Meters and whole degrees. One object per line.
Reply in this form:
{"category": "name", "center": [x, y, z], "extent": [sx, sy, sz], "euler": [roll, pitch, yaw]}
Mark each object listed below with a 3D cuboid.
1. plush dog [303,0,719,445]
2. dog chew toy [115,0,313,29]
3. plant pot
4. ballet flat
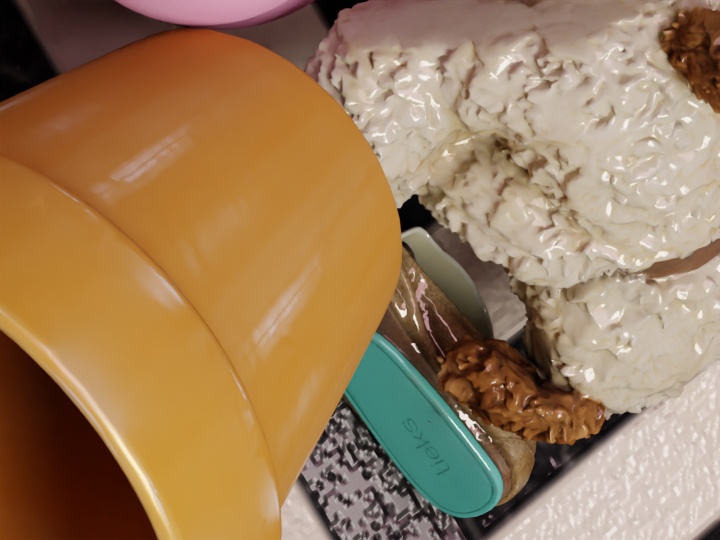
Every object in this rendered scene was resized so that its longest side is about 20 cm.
{"category": "plush dog", "center": [0.096, -0.030, 1.005], "extent": [0.200, 0.160, 0.172], "euler": [-37, 133, -27]}
{"category": "dog chew toy", "center": [-0.053, -0.136, 0.955], "extent": [0.124, 0.200, 0.125], "euler": [1, 102, 3]}
{"category": "plant pot", "center": [-0.085, 0.020, 0.918], "extent": [0.201, 0.200, 0.183], "euler": [55, 48, -12]}
{"category": "ballet flat", "center": [0.000, 0.000, 1.047], "extent": [0.200, 0.068, 0.072], "euler": [47, 44, -15]}
